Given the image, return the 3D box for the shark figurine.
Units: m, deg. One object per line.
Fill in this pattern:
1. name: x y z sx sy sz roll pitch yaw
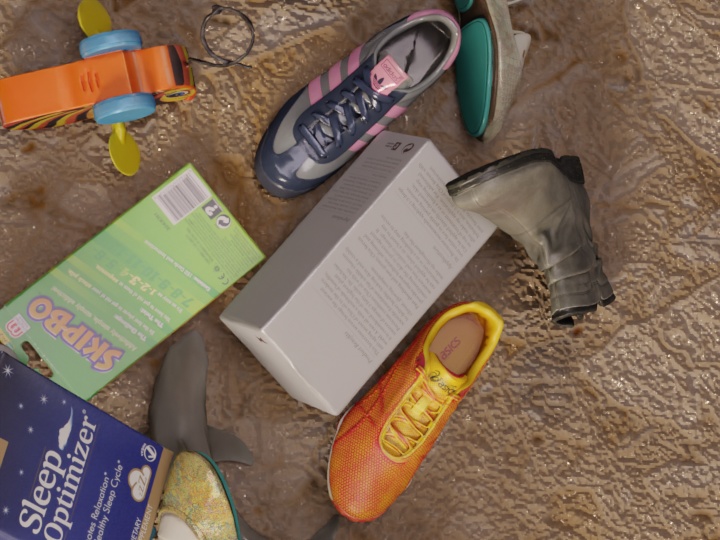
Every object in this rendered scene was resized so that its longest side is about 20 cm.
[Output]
1. shark figurine: -0.103 0.162 1.634 0.128 0.090 0.215 -39 90 -14

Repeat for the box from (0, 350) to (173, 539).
1. box: -0.224 0.140 1.529 0.200 0.032 0.121 34 56 -33

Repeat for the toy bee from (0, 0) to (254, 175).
1. toy bee: -0.169 -0.137 1.665 0.200 0.109 0.131 8 88 12

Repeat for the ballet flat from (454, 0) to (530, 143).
1. ballet flat: 0.108 -0.202 1.750 0.062 0.067 0.200 -4 83 -24

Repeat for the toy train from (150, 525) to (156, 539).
1. toy train: -0.254 0.190 1.599 0.200 0.085 0.116 32 66 -7

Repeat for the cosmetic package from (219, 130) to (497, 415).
1. cosmetic package: 0.000 0.000 1.673 0.200 0.071 0.101 -49 120 -16

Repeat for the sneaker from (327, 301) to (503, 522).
1. sneaker: 0.038 0.101 1.675 0.073 0.077 0.200 33 72 -6

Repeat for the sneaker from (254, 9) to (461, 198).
1. sneaker: -0.002 -0.137 1.703 0.070 0.082 0.200 46 75 -4

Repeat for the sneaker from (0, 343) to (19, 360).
1. sneaker: -0.314 0.132 1.560 0.200 0.116 0.078 -35 129 -13

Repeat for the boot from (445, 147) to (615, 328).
1. boot: 0.142 -0.022 1.679 0.068 0.200 0.131 -21 82 27

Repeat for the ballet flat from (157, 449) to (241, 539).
1. ballet flat: -0.118 0.228 1.590 0.071 0.071 0.200 -16 118 -15

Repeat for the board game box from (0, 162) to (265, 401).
1. board game box: -0.178 0.015 1.667 0.200 0.030 0.096 -39 92 -18
